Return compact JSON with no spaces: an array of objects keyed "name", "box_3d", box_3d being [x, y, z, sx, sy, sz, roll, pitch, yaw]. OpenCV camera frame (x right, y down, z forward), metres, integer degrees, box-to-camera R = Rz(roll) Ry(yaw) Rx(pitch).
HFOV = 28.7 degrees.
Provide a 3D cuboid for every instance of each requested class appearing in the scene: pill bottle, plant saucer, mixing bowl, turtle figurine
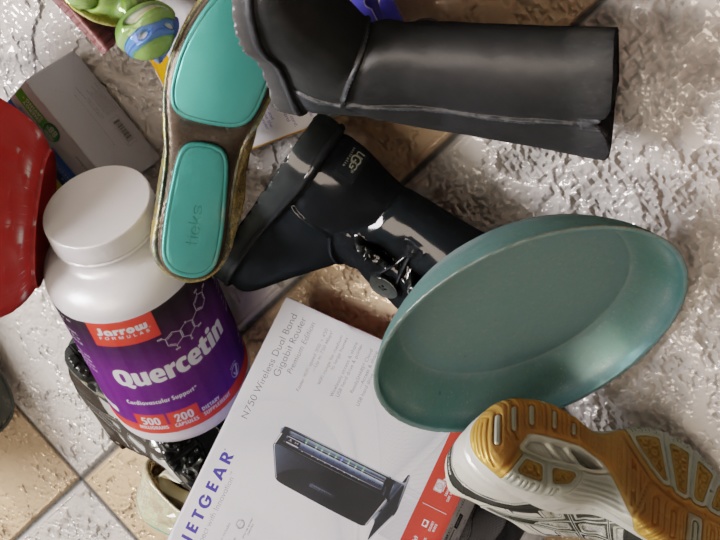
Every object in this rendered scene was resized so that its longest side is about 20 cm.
[{"name":"pill bottle","box_3d":[-0.155,0.024,1.003,0.112,0.113,0.201,14,144,27]},{"name":"plant saucer","box_3d":[0.097,0.027,0.843,0.201,0.198,0.036,-60,40,42]},{"name":"mixing bowl","box_3d":[-0.268,-0.041,0.960,0.107,0.201,0.201,6,129,-7]},{"name":"turtle figurine","box_3d":[-0.165,-0.232,0.831,0.143,0.200,0.195,-37,72,7]}]

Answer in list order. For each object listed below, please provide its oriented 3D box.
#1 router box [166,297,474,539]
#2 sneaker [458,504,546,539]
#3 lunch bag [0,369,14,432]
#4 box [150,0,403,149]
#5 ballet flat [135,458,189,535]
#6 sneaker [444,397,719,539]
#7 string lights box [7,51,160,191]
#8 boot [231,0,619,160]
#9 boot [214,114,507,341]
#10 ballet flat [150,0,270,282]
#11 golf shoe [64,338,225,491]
[{"name":"router box","box_3d":[-0.014,0.146,0.971,0.178,0.201,0.049,22,171,21]},{"name":"sneaker","box_3d":[0.035,0.179,1.012,0.114,0.076,0.199,43,141,-24]},{"name":"lunch bag","box_3d":[-0.431,0.087,1.250,0.167,0.139,0.201,-13,110,39]},{"name":"box","box_3d":[-0.050,-0.150,0.900,0.199,0.041,0.120,-15,109,38]},{"name":"ballet flat","box_3d":[-0.107,0.208,1.159,0.199,0.067,0.063,18,118,24]},{"name":"sneaker","box_3d":[0.147,0.141,0.908,0.199,0.076,0.088,24,147,-14]},{"name":"string lights box","box_3d":[-0.249,-0.067,1.077,0.103,0.059,0.200,50,134,-5]},{"name":"boot","box_3d":[0.042,-0.122,0.763,0.198,0.066,0.165,12,166,13]},{"name":"boot","box_3d":[0.000,0.000,0.934,0.168,0.077,0.200,38,146,-3]},{"name":"ballet flat","box_3d":[-0.094,-0.093,0.891,0.070,0.071,0.202,20,108,23]},{"name":"golf shoe","box_3d":[-0.158,0.122,1.142,0.200,0.078,0.095,45,151,4]}]
